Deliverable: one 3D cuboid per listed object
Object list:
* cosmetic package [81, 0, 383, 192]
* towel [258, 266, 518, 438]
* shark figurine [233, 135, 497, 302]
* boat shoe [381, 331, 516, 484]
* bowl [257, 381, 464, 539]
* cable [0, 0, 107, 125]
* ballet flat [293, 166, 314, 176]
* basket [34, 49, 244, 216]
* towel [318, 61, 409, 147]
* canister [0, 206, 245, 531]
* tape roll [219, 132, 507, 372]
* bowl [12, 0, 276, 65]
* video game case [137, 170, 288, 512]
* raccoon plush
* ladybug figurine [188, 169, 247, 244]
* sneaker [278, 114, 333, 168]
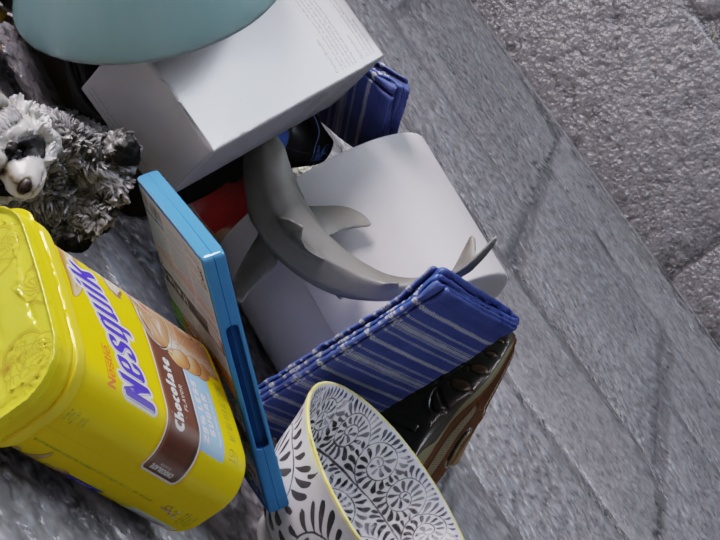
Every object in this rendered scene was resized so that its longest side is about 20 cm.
[{"bbox_3d":[-0.091,-0.147,1.460,0.200,0.085,0.108,-32,86,-41],"label":"cosmetic package"},{"bbox_3d":[0.010,0.068,1.481,0.145,0.200,0.024,28,35,-59],"label":"towel"},{"bbox_3d":[-0.017,-0.019,1.461,0.214,0.128,0.090,26,-14,15],"label":"shark figurine"},{"bbox_3d":[0.055,0.125,1.611,0.076,0.200,0.074,27,-25,35],"label":"boat shoe"},{"bbox_3d":[-0.011,0.187,1.404,0.201,0.094,0.201,49,16,-20],"label":"bowl"},{"bbox_3d":[-0.234,-0.190,1.474,0.200,0.097,0.050,42,-27,-6],"label":"cable"},{"bbox_3d":[-0.107,-0.115,1.809,0.200,0.076,0.064,42,51,-26],"label":"ballet flat"},{"bbox_3d":[-0.176,-0.155,1.551,0.201,0.136,0.180,65,3,14],"label":"basket"},{"bbox_3d":[-0.044,-0.176,1.608,0.200,0.024,0.145,42,-20,11],"label":"towel"},{"bbox_3d":[-0.166,0.066,1.218,0.200,0.086,0.149,39,22,-49],"label":"canister"},{"bbox_3d":[0.000,0.000,1.614,0.139,0.202,0.203,59,17,14],"label":"tape roll"},{"bbox_3d":[-0.155,-0.240,1.379,0.201,0.200,0.105,-104,-176,-51],"label":"bowl"},{"bbox_3d":[-0.099,0.047,1.334,0.143,0.018,0.201,-134,-152,-56],"label":"video game case"},{"bbox_3d":[-0.242,-0.084,1.368,0.134,0.097,0.200,28,-2,-31],"label":"raccoon plush"},{"bbox_3d":[-0.132,-0.100,1.666,0.136,0.072,0.200,34,27,-53],"label":"ladybug figurine"},{"bbox_3d":[-0.096,-0.155,1.625,0.078,0.070,0.200,6,42,-48],"label":"sneaker"}]
